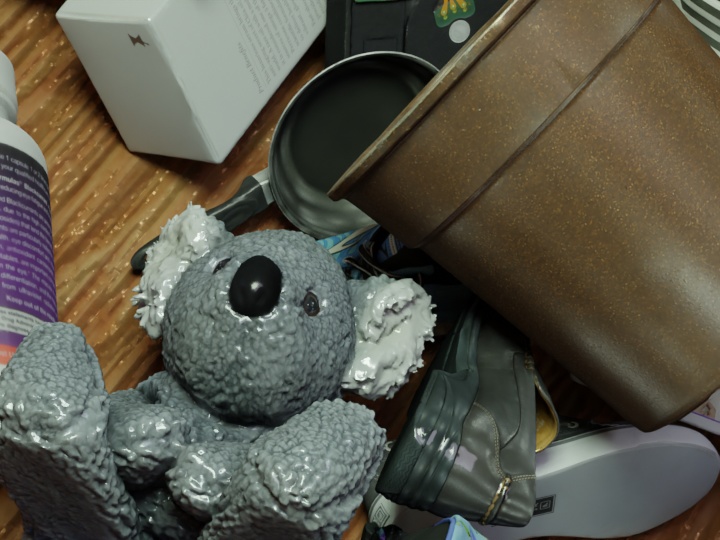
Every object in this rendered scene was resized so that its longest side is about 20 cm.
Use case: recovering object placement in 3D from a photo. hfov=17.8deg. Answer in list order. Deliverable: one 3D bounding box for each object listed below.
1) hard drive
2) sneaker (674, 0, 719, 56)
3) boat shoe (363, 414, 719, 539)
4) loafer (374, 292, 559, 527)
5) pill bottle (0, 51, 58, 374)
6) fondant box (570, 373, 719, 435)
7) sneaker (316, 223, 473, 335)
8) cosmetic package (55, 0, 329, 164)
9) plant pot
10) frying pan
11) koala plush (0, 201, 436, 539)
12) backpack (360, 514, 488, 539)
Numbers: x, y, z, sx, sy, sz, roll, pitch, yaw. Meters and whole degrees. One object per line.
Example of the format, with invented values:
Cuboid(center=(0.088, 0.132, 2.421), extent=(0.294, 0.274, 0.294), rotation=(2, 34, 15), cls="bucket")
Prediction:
Cuboid(center=(0.050, -0.166, 1.267), extent=(0.139, 0.202, 0.038), rotation=(-7, 25, -20), cls="hard drive")
Cuboid(center=(0.152, -0.175, 1.312), extent=(0.200, 0.116, 0.076), rotation=(28, 53, 20), cls="sneaker")
Cuboid(center=(0.091, 0.104, 1.209), extent=(0.199, 0.070, 0.066), rotation=(-11, 43, -18), cls="boat shoe")
Cuboid(center=(0.064, 0.070, 1.148), extent=(0.072, 0.073, 0.200), rotation=(28, 30, 1), cls="loafer")
Cuboid(center=(-0.207, -0.010, 1.138), extent=(0.111, 0.112, 0.201), rotation=(1, 64, -17), cls="pill bottle")
Cuboid(center=(0.228, 0.022, 1.237), extent=(0.199, 0.058, 0.145), rotation=(20, 96, 4), cls="fondant box")
Cuboid(center=(0.000, 0.000, 1.211), extent=(0.199, 0.090, 0.079), rotation=(-19, 71, -24), cls="sneaker")
Cuboid(center=(-0.068, -0.164, 1.257), extent=(0.071, 0.102, 0.200), rotation=(9, 50, 36), cls="cosmetic package")
Cuboid(center=(0.121, -0.041, 1.126), extent=(0.198, 0.200, 0.200), rotation=(44, 60, -2), cls="plant pot")
Cuboid(center=(-0.026, -0.043, 1.249), extent=(0.190, 0.115, 0.031), rotation=(-43, 37, 6), cls="frying pan")
Cuboid(center=(-0.063, 0.061, 1.095), extent=(0.176, 0.184, 0.201), rotation=(14, 53, 8), cls="koala plush")
Cuboid(center=(0.028, 0.204, 1.036), extent=(0.134, 0.200, 0.183), rotation=(34, 77, 1), cls="backpack")
